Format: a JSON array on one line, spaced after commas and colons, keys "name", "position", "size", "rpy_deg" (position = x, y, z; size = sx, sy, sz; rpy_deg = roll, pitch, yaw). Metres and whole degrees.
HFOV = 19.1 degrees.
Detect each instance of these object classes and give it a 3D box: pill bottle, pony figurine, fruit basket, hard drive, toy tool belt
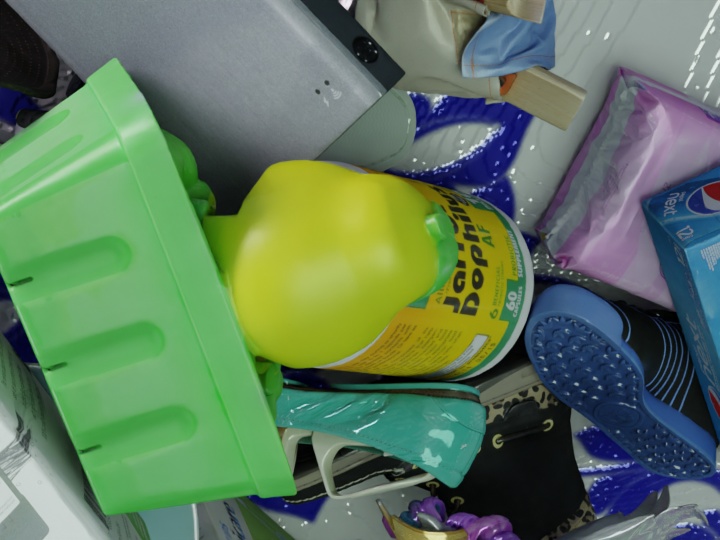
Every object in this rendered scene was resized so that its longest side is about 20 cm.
[{"name": "pill bottle", "position": [0.000, 0.000, 1.176], "size": [0.200, 0.113, 0.113], "rpy_deg": [11, 112, -54]}, {"name": "pony figurine", "position": [0.110, 0.206, 1.232], "size": [0.193, 0.167, 0.200], "rpy_deg": [-17, 82, -2]}, {"name": "fruit basket", "position": [-0.061, -0.001, 1.008], "size": [0.215, 0.156, 0.216], "rpy_deg": [-4, 108, -13]}, {"name": "hard drive", "position": [-0.089, -0.126, 1.029], "size": [0.200, 0.033, 0.140], "rpy_deg": [46, 135, -3]}, {"name": "toy tool belt", "position": [0.075, -0.181, 1.155], "size": [0.125, 0.123, 0.200], "rpy_deg": [-32, 131, -51]}]

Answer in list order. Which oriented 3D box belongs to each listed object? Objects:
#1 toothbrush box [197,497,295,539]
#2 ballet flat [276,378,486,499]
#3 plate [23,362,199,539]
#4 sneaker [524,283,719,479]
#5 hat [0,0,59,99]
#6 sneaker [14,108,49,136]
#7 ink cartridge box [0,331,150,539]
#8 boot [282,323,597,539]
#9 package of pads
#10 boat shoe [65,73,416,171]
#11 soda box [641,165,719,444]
[{"name": "toothbrush box", "position": [-0.059, 0.215, 1.275], "size": [0.086, 0.146, 0.200], "rpy_deg": [-42, 117, 4]}, {"name": "ballet flat", "position": [-0.027, 0.093, 1.222], "size": [0.067, 0.200, 0.071], "rpy_deg": [36, 61, -63]}, {"name": "plate", "position": [-0.186, 0.143, 1.145], "size": [0.200, 0.026, 0.201], "rpy_deg": [-2, 102, -12]}, {"name": "sneaker", "position": [0.163, 0.050, 1.294], "size": [0.070, 0.078, 0.200], "rpy_deg": [-7, 145, 32]}, {"name": "hat", "position": [-0.254, -0.112, 1.065], "size": [0.200, 0.201, 0.081], "rpy_deg": [23, 109, -23]}, {"name": "sneaker", "position": [-0.133, -0.029, 1.143], "size": [0.075, 0.200, 0.077], "rpy_deg": [7, 83, 23]}, {"name": "ink cartridge box", "position": [-0.187, 0.096, 1.045], "size": [0.084, 0.146, 0.200], "rpy_deg": [-36, 107, -1]}, {"name": "boot", "position": [0.052, 0.134, 1.316], "size": [0.200, 0.073, 0.151], "rpy_deg": [-26, 116, -14]}, {"name": "package of pads", "position": [0.216, -0.030, 1.293], "size": [0.200, 0.076, 0.121], "rpy_deg": [21, 107, -23]}, {"name": "boat shoe", "position": [-0.065, -0.093, 1.195], "size": [0.200, 0.060, 0.076], "rpy_deg": [10, 90, -29]}, {"name": "soda box", "position": [0.229, 0.041, 1.248], "size": [0.064, 0.068, 0.200], "rpy_deg": [-24, 120, -4]}]
